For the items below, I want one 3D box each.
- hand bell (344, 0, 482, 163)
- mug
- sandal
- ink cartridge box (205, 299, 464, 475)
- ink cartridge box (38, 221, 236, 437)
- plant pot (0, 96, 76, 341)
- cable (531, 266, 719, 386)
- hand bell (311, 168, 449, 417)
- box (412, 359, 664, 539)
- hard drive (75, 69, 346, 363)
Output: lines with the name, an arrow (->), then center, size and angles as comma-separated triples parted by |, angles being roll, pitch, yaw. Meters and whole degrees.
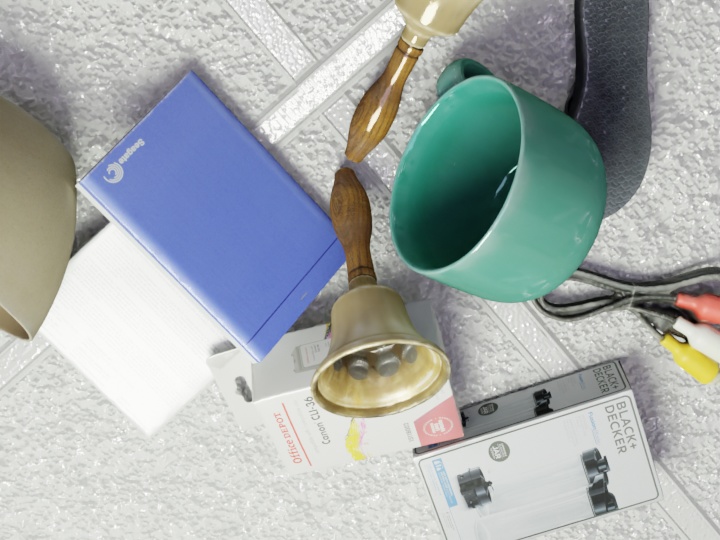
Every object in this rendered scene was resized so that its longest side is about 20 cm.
hand bell -> 0.034, -0.170, 0.891 | 0.103, 0.104, 0.201 | 26, 120, -8
mug -> 0.115, -0.069, 0.862 | 0.114, 0.151, 0.187 | 21, 80, -32
sandal -> 0.196, -0.137, 0.916 | 0.075, 0.043, 0.203 | 3, 104, -9
ink cartridge box -> -0.021, 0.106, 0.964 | 0.198, 0.068, 0.117 | -14, 136, 6
ink cartridge box -> -0.165, 0.020, 0.977 | 0.200, 0.050, 0.161 | -43, 104, 3
plant pot -> -0.299, -0.058, 0.887 | 0.200, 0.200, 0.135 | 37, 71, -11
cable -> 0.246, 0.029, 0.963 | 0.198, 0.050, 0.098 | 19, 108, -7
hand bell -> 0.000, 0.000, 0.889 | 0.103, 0.202, 0.105 | -7, 145, -5
box -> 0.155, 0.168, 1.009 | 0.198, 0.060, 0.118 | -17, 108, 7
hard drive -> -0.112, -0.043, 0.921 | 0.200, 0.025, 0.132 | 46, 68, -14
